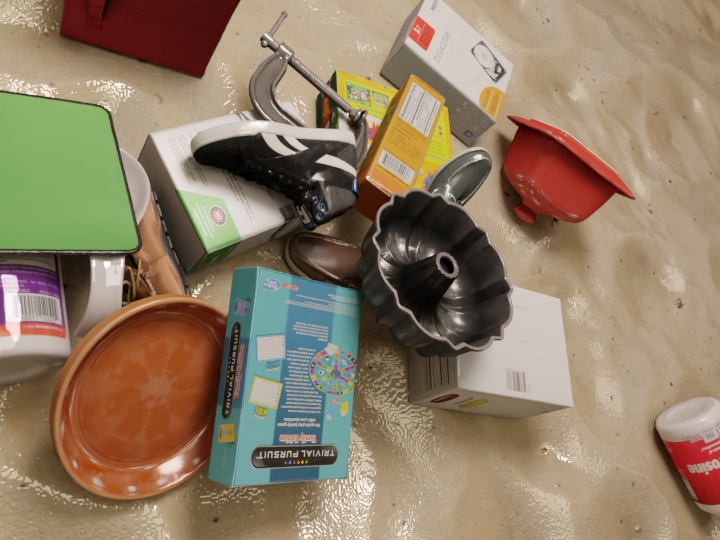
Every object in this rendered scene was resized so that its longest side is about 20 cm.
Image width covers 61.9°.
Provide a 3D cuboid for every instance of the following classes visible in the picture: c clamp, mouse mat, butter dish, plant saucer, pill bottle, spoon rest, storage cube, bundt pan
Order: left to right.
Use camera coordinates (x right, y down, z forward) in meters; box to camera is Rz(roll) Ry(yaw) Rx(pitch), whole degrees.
[{"bbox_3d":[-0.334,-0.006,0.548,0.110,0.111,0.204,-4,70,-33],"label":"pill bottle"},{"bbox_3d":[-0.297,-0.094,0.552,0.159,0.008,0.202,0,53,-37],"label":"mouse mat"},{"bbox_3d":[-0.249,-0.041,0.577,0.098,0.060,0.204,4,64,-35],"label":"spoon rest"},{"bbox_3d":[-0.246,-0.377,0.715,0.177,0.170,0.204,9,66,-29],"label":"storage cube"},{"bbox_3d":[-0.196,0.120,0.581,0.198,0.032,0.204,-20,119,-40],"label":"plant saucer"},{"bbox_3d":[-0.058,-0.223,0.764,0.199,0.027,0.172,41,50,-16],"label":"c clamp"},{"bbox_3d":[0.079,0.012,0.692,0.199,0.076,0.205,19,52,-26],"label":"bundt pan"},{"bbox_3d":[0.315,-0.147,1.008,0.198,0.149,0.200,30,14,-19],"label":"butter dish"},{"bbox_3d":[0.594,0.328,1.006,0.111,0.112,0.203,-24,84,-36],"label":"pill bottle"}]

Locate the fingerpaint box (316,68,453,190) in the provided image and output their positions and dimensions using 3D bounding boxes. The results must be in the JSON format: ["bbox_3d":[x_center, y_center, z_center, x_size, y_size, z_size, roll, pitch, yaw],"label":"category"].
[{"bbox_3d":[0.038,-0.176,0.876,0.197,0.073,0.170,8,66,-29],"label":"fingerpaint box"}]

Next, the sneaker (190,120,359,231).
[{"bbox_3d":[-0.083,-0.099,0.665,0.197,0.073,0.114,-6,83,-30],"label":"sneaker"}]

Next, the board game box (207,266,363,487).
[{"bbox_3d":[-0.072,0.111,0.623,0.149,0.046,0.205,15,76,-44],"label":"board game box"}]

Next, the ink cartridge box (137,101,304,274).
[{"bbox_3d":[-0.143,-0.104,0.725,0.198,0.084,0.148,-25,86,-37],"label":"ink cartridge box"}]

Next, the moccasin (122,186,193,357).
[{"bbox_3d":[-0.229,0.006,0.638,0.077,0.074,0.205,-19,85,-22],"label":"moccasin"}]

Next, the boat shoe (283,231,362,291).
[{"bbox_3d":[0.001,-0.006,0.782,0.199,0.075,0.076,21,62,-21],"label":"boat shoe"}]

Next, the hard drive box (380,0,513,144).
[{"bbox_3d":[0.150,-0.340,1.011,0.198,0.077,0.158,33,57,-17],"label":"hard drive box"}]

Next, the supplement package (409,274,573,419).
[{"bbox_3d":[0.176,0.109,0.828,0.197,0.111,0.159,14,64,-26],"label":"supplement package"}]

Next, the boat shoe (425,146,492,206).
[{"bbox_3d":[0.111,-0.082,0.821,0.073,0.200,0.062,40,11,-38],"label":"boat shoe"}]

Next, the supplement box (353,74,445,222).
[{"bbox_3d":[0.049,-0.161,0.791,0.068,0.066,0.202,33,57,-13],"label":"supplement box"}]

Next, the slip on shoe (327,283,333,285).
[{"bbox_3d":[-0.055,0.118,0.714,0.073,0.060,0.205,7,80,-45],"label":"slip on shoe"}]
